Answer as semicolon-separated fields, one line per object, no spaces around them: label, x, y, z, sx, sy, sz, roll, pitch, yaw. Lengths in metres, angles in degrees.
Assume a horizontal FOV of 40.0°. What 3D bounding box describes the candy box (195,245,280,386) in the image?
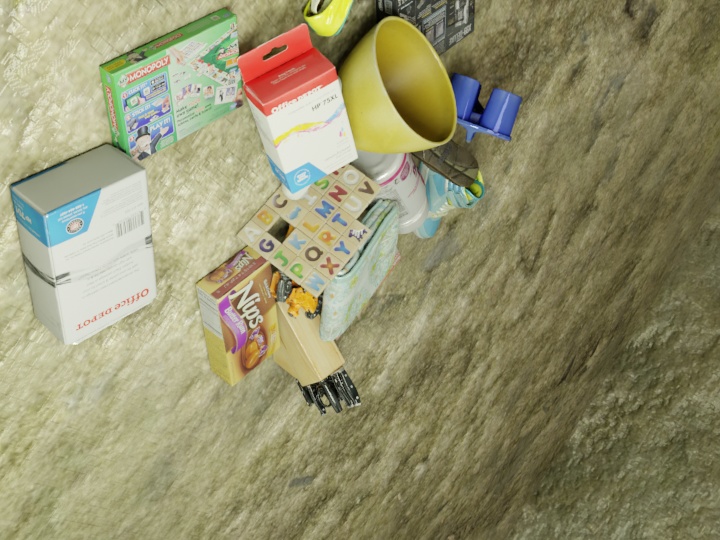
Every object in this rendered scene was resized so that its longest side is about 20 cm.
candy box;-0.191;0.073;1.573;0.116;0.056;0.202;-38;145;-33

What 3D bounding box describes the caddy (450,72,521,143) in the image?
caddy;0.207;-0.275;1.742;0.200;0.139;0.106;-44;155;-78

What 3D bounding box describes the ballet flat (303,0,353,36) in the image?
ballet flat;-0.022;-0.425;1.375;0.067;0.067;0.202;16;105;-45

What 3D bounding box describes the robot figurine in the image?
robot figurine;-0.080;-0.023;1.569;0.145;0.058;0.203;36;73;-56

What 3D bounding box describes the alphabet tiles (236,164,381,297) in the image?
alphabet tiles;-0.065;-0.080;1.513;0.201;0.166;0.008;-50;160;-14

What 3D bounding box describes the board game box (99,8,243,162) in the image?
board game box;-0.234;-0.233;1.261;0.199;0.029;0.136;-36;142;-34

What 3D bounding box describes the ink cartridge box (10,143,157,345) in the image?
ink cartridge box;-0.338;-0.031;1.231;0.146;0.085;0.202;-32;142;-37

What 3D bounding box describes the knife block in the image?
knife block;-0.071;0.150;1.700;0.064;0.174;0.202;-33;141;-36

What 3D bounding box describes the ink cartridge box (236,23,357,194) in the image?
ink cartridge box;-0.085;-0.220;1.360;0.115;0.067;0.202;-30;137;-13

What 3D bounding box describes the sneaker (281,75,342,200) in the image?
sneaker;-0.098;-0.203;1.470;0.084;0.073;0.203;4;117;-31

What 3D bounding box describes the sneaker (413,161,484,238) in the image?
sneaker;0.164;-0.126;1.847;0.079;0.130;0.202;-31;140;-40

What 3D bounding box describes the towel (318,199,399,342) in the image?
towel;0.000;0.000;1.601;0.201;0.048;0.173;-51;159;-37

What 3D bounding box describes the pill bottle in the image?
pill bottle;0.046;-0.149;1.670;0.114;0.113;0.200;-53;150;-9

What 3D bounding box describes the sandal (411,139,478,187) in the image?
sandal;0.129;-0.220;1.736;0.199;0.054;0.082;35;85;-28

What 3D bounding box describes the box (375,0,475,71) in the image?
box;0.107;-0.415;1.584;0.199;0.049;0.159;-40;146;-29

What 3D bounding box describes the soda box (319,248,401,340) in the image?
soda box;-0.014;0.022;1.781;0.201;0.063;0.069;-52;149;-14

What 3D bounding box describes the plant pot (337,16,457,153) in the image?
plant pot;0.032;-0.257;1.494;0.141;0.203;0.199;-22;170;35

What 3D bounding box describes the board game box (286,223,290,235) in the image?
board game box;-0.047;-0.027;1.666;0.198;0.023;0.107;4;95;-45
